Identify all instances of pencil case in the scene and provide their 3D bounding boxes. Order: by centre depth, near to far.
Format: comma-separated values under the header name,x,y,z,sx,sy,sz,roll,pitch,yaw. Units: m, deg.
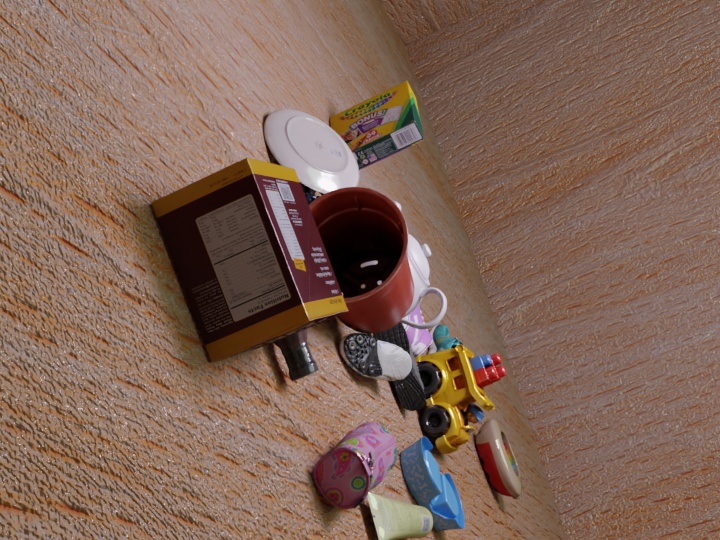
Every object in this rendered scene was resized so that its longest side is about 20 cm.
name,x,y,z,sx,sy,sz,roll,pitch,yaw
pencil case,-0.002,0.271,1.454,0.200,0.086,0.089,-6,74,-78

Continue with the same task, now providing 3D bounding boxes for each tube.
name,x,y,z,sx,sy,sz,roll,pitch,yaw
tube,0.056,0.383,1.598,0.058,0.052,0.200,28,-2,27

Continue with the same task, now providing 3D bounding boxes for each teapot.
name,x,y,z,sx,sy,sz,roll,pitch,yaw
teapot,0.074,-0.002,2.028,0.201,0.145,0.198,60,10,-22

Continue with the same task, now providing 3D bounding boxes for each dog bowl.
name,x,y,z,sx,sy,sz,roll,pitch,yaw
dog bowl,0.129,0.390,1.868,0.112,0.049,0.201,-94,157,-54

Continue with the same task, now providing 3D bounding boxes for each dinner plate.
name,x,y,z,sx,sy,sz,roll,pitch,yaw
dinner plate,-0.080,-0.216,1.832,0.198,0.024,0.202,26,40,-24

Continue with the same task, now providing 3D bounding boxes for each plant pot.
name,x,y,z,sx,sy,sz,roll,pitch,yaw
plant pot,0.000,0.000,1.704,0.196,0.198,0.203,62,12,-61

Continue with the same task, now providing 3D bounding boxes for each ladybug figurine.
name,x,y,z,sx,sy,sz,roll,pitch,yaw
ladybug figurine,0.337,0.466,2.539,0.203,0.071,0.136,70,14,8

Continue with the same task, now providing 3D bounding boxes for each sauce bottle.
name,x,y,z,sx,sy,sz,roll,pitch,yaw
sauce bottle,-0.109,0.049,1.414,0.202,0.065,0.066,67,13,3

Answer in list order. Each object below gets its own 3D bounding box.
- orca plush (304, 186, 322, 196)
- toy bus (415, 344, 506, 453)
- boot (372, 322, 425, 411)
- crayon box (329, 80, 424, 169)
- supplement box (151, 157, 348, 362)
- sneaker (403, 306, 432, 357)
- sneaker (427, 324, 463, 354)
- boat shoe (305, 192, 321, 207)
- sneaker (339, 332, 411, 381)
name,x,y,z,sx,sy,sz,roll,pitch,yaw
orca plush,-0.085,-0.159,1.915,0.104,0.072,0.200,23,-19,31
toy bus,0.211,0.251,2.118,0.136,0.190,0.203,40,32,-66
boot,0.074,0.168,2.007,0.131,0.067,0.203,-82,153,-80
crayon box,0.033,-0.313,2.279,0.059,0.198,0.174,56,17,-37
supplement box,-0.129,-0.013,1.282,0.197,0.131,0.203,-6,75,-77
sneaker,0.103,0.098,2.157,0.114,0.072,0.202,45,34,-27
sneaker,0.205,0.187,2.440,0.201,0.079,0.078,-84,149,-65
boat shoe,-0.076,-0.087,1.761,0.200,0.068,0.085,0,69,-76
sneaker,0.016,0.151,1.795,0.199,0.072,0.073,26,71,-55
